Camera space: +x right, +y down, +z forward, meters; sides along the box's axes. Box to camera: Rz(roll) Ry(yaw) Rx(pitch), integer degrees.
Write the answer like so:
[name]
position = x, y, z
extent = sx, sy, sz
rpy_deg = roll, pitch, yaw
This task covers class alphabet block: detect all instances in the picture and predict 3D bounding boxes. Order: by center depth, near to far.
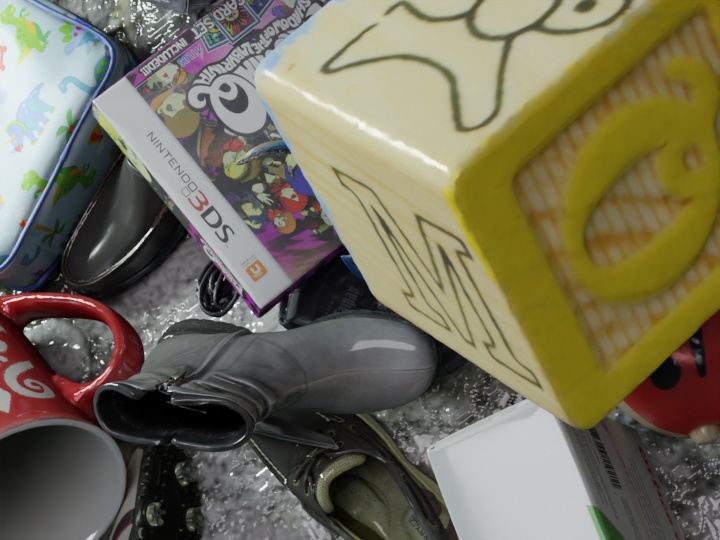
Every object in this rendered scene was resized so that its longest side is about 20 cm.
[alphabet block]
position = 0.094, -0.069, 1.059
extent = 0.195, 0.197, 0.200
rpy_deg = -42, 38, -12

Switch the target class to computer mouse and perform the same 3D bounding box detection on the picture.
[computer mouse]
position = 0.000, 0.000, 1.307
extent = 0.199, 0.046, 0.141
rpy_deg = 16, 65, 18

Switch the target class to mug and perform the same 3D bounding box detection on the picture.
[mug]
position = -0.240, 0.092, 1.314
extent = 0.177, 0.134, 0.200
rpy_deg = -23, 41, -20

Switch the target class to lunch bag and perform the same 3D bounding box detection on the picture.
[lunch bag]
position = -0.257, -0.101, 1.397
extent = 0.160, 0.082, 0.201
rpy_deg = 27, 89, 22

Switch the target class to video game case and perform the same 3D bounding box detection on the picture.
[video game case]
position = -0.047, -0.100, 1.289
extent = 0.200, 0.036, 0.182
rpy_deg = -38, 84, -12

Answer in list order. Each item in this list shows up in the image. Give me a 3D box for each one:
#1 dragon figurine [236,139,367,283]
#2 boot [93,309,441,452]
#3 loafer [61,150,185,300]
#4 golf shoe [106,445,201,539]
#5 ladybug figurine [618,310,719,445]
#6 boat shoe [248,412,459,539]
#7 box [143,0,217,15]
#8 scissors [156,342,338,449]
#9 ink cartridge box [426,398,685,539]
[dragon figurine]
position = 0.023, -0.028, 1.210
extent = 0.059, 0.199, 0.100
rpy_deg = -44, 40, 36
[boot]
position = -0.054, 0.077, 1.200
extent = 0.199, 0.132, 0.070
rpy_deg = -5, 105, 14
[loafer]
position = -0.149, -0.068, 1.354
extent = 0.073, 0.072, 0.200
rpy_deg = 38, 94, 23
[golf shoe]
position = -0.160, 0.210, 1.303
extent = 0.088, 0.077, 0.202
rpy_deg = -1, 78, 27
[ladybug figurine]
position = 0.193, 0.006, 1.181
extent = 0.135, 0.072, 0.201
rpy_deg = -14, 77, -1
[boat shoe]
position = -0.007, 0.135, 1.263
extent = 0.200, 0.066, 0.072
rpy_deg = 36, 96, 24
[box]
position = -0.159, -0.242, 1.350
extent = 0.199, 0.161, 0.049
rpy_deg = 20, 121, 23
[scissors]
position = -0.093, 0.101, 1.300
extent = 0.200, 0.014, 0.073
rpy_deg = 32, 84, 42
[ink cartridge box]
position = 0.130, 0.163, 1.137
extent = 0.084, 0.200, 0.146
rpy_deg = -26, 71, 16
